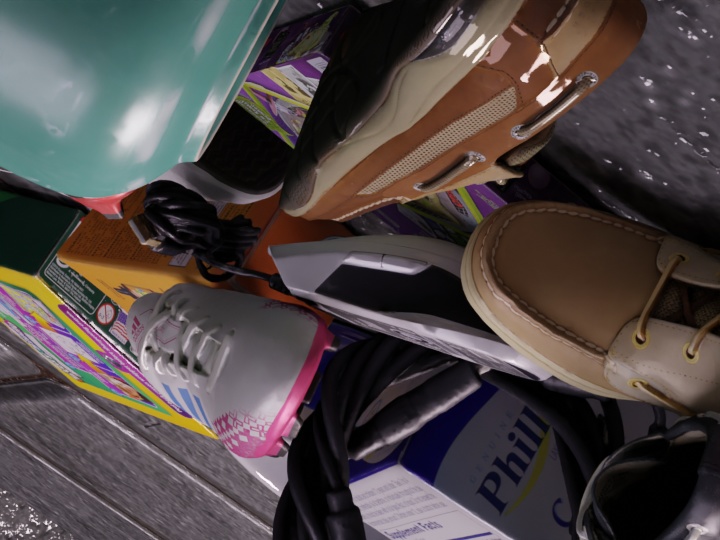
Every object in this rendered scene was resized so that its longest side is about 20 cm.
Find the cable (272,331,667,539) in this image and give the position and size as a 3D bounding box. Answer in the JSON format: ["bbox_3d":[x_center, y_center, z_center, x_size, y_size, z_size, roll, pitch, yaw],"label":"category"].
[{"bbox_3d":[0.038,0.117,0.916,0.162,0.201,0.051,22,174,9],"label":"cable"}]

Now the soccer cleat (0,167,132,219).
[{"bbox_3d":[-0.193,-0.084,1.098,0.199,0.069,0.085,16,149,35],"label":"soccer cleat"}]

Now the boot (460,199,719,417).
[{"bbox_3d":[0.138,0.017,0.751,0.199,0.073,0.155,27,168,1],"label":"boot"}]

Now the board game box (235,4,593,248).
[{"bbox_3d":[0.039,-0.034,0.878,0.200,0.032,0.120,38,160,-20],"label":"board game box"}]

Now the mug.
[{"bbox_3d":[-0.079,-0.105,0.667,0.114,0.153,0.185,29,163,-4],"label":"mug"}]

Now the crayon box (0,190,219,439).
[{"bbox_3d":[-0.191,0.023,1.403,0.172,0.058,0.200,16,157,46],"label":"crayon box"}]

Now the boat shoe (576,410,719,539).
[{"bbox_3d":[0.115,0.088,0.775,0.060,0.076,0.200,22,160,-10],"label":"boat shoe"}]

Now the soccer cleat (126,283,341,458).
[{"bbox_3d":[-0.068,0.041,0.951,0.086,0.070,0.200,27,171,-8],"label":"soccer cleat"}]

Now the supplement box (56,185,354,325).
[{"bbox_3d":[-0.082,-0.007,1.108,0.066,0.069,0.199,42,159,-29],"label":"supplement box"}]

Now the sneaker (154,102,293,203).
[{"bbox_3d":[-0.128,-0.089,0.938,0.200,0.073,0.085,37,160,-21],"label":"sneaker"}]

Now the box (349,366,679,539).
[{"bbox_3d":[0.102,0.116,1.057,0.199,0.105,0.184,33,164,-5],"label":"box"}]

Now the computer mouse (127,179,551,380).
[{"bbox_3d":[0.000,0.000,0.904,0.199,0.044,0.110,17,173,22],"label":"computer mouse"}]

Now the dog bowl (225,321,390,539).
[{"bbox_3d":[0.017,0.115,1.257,0.199,0.079,0.200,30,164,10],"label":"dog bowl"}]

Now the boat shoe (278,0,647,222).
[{"bbox_3d":[0.031,-0.057,0.722,0.073,0.076,0.200,25,157,-13],"label":"boat shoe"}]
